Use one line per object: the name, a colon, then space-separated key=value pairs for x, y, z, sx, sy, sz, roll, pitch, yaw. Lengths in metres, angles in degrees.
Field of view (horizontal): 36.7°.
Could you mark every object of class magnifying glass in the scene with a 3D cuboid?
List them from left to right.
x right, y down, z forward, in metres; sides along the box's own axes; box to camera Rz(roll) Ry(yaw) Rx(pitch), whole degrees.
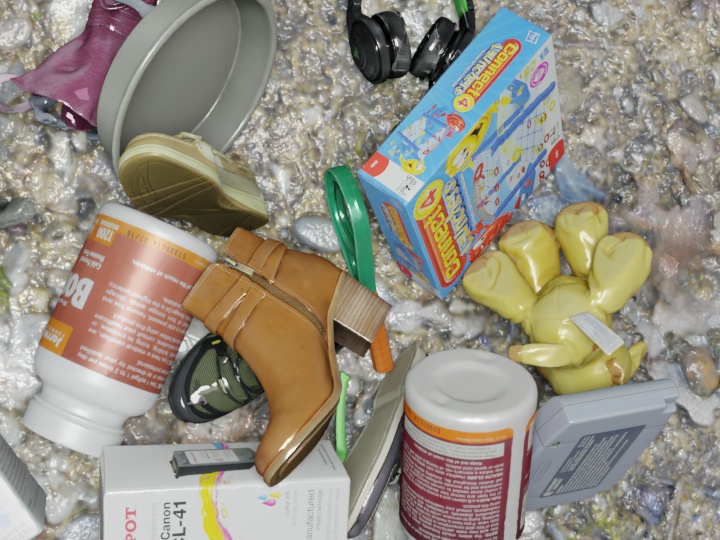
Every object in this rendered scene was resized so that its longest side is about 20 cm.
magnifying glass: x=0.000 y=0.000 z=1.019 sx=0.022 sy=0.080 sz=0.201 roll=-18 pitch=105 yaw=-13

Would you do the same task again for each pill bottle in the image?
pill bottle: x=-0.210 y=0.053 z=0.933 sx=0.112 sy=0.112 sz=0.201 roll=25 pitch=83 yaw=-14
pill bottle: x=0.091 y=0.181 z=0.952 sx=0.113 sy=0.114 sz=0.201 roll=-7 pitch=118 yaw=-16

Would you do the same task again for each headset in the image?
headset: x=0.052 y=-0.210 z=1.018 sx=0.123 sy=0.094 sz=0.201 roll=3 pitch=80 yaw=-15

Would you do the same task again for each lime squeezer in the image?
lime squeezer: x=-0.051 y=0.195 z=1.017 sx=0.071 sy=0.038 sz=0.200 roll=41 pitch=80 yaw=-12

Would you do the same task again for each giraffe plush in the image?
giraffe plush: x=0.208 y=0.061 z=1.034 sx=0.172 sy=0.201 sz=0.163 roll=-22 pitch=132 yaw=5

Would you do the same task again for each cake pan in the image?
cake pan: x=-0.148 y=-0.155 z=0.923 sx=0.037 sy=0.200 sz=0.201 roll=35 pitch=79 yaw=18

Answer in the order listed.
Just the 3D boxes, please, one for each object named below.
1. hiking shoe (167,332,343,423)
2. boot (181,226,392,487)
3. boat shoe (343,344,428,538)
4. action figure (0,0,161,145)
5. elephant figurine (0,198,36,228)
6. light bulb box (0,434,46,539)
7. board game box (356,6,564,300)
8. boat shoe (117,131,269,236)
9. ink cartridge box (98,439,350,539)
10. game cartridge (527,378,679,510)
hiking shoe: x=-0.083 y=0.072 z=0.975 sx=0.199 sy=0.101 sz=0.076 roll=-32 pitch=97 yaw=-14
boot: x=-0.081 y=0.065 z=0.890 sx=0.154 sy=0.074 sz=0.200 roll=28 pitch=54 yaw=3
boat shoe: x=0.034 y=0.164 z=1.000 sx=0.063 sy=0.073 sz=0.201 roll=36 pitch=56 yaw=-16
action figure: x=-0.215 y=-0.210 z=0.954 sx=0.148 sy=0.134 sz=0.201 roll=14 pitch=86 yaw=12
elephant figurine: x=-0.377 y=-0.118 z=0.887 sx=0.155 sy=0.141 sz=0.201 roll=2 pitch=72 yaw=-44
light bulb box: x=-0.392 y=0.176 z=0.875 sx=0.198 sy=0.125 sz=0.201 roll=-36 pitch=100 yaw=-13
board game box: x=0.099 y=-0.098 z=0.981 sx=0.056 sy=0.200 sz=0.196 roll=35 pitch=79 yaw=25
boat shoe: x=-0.140 y=-0.082 z=0.920 sx=0.073 sy=0.200 sz=0.064 roll=-19 pitch=72 yaw=20
ink cartridge box: x=-0.115 y=0.225 z=0.902 sx=0.199 sy=0.086 sz=0.149 roll=-1 pitch=105 yaw=-16
game cartridge: x=0.203 y=0.167 z=1.019 sx=0.132 sy=0.200 sz=0.042 roll=-4 pitch=56 yaw=-14
